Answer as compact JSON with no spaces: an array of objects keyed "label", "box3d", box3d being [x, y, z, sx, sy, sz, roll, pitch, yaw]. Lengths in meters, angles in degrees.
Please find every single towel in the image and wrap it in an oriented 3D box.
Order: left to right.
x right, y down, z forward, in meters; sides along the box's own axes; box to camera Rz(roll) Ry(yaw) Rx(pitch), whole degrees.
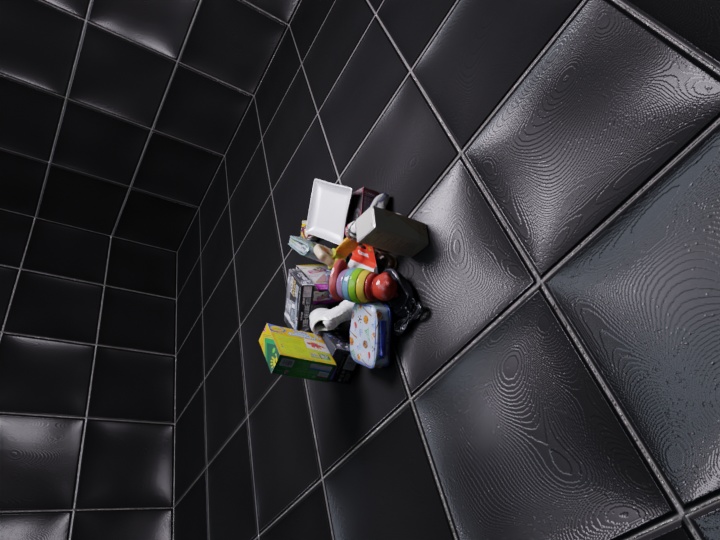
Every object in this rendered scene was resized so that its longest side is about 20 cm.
[{"label":"towel","box3d":[-0.164,-0.072,1.892,0.200,0.170,0.048,34,103,57]}]

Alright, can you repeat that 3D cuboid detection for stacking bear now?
[{"label":"stacking bear","box3d":[0.017,0.044,1.506,0.199,0.122,0.114,4,51,33]}]

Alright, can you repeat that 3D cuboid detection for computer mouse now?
[{"label":"computer mouse","box3d":[0.120,0.081,1.509,0.139,0.052,0.201,-52,49,34]}]

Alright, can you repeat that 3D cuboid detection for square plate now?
[{"label":"square plate","box3d":[-0.109,-0.209,1.799,0.197,0.028,0.202,22,106,40]}]

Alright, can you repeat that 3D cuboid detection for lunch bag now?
[{"label":"lunch bag","box3d":[0.034,0.194,1.529,0.160,0.075,0.202,7,97,58]}]

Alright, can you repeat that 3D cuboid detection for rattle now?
[{"label":"rattle","box3d":[-0.083,-0.085,1.691,0.200,0.129,0.144,-93,23,-74]}]

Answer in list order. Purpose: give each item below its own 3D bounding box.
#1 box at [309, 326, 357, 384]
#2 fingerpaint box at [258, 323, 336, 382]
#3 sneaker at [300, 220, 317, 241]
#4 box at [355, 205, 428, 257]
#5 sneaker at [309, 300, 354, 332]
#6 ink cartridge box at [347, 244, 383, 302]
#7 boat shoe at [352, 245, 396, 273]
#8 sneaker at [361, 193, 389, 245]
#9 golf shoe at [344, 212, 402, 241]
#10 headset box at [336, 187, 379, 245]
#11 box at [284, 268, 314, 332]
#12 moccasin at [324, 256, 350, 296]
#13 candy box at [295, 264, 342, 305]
[{"label":"box","box3d":[-0.101,0.273,1.709,0.200,0.106,0.123,42,111,55]},{"label":"fingerpaint box","box3d":[-0.196,0.256,1.575,0.074,0.199,0.167,-62,34,16]},{"label":"sneaker","box3d":[-0.185,-0.154,2.062,0.200,0.074,0.091,14,97,64]},{"label":"box","box3d":[0.092,-0.110,1.483,0.095,0.199,0.078,-36,49,44]},{"label":"sneaker","box3d":[-0.074,0.158,1.678,0.199,0.075,0.100,-19,28,9]},{"label":"ink cartridge box","box3d":[0.000,0.000,1.637,0.160,0.047,0.201,25,131,58]},{"label":"boat shoe","box3d":[0.039,-0.037,1.659,0.200,0.070,0.071,19,89,56]},{"label":"sneaker","box3d":[0.064,-0.161,1.679,0.085,0.077,0.201,18,71,18]},{"label":"golf shoe","box3d":[0.056,-0.137,1.566,0.092,0.199,0.073,-20,88,67]},{"label":"headset box","box3d":[-0.008,-0.189,1.789,0.148,0.077,0.202,-16,66,54]},{"label":"box","box3d":[-0.216,0.114,1.773,0.158,0.049,0.201,-138,52,-58]},{"label":"moccasin","box3d":[-0.082,0.007,1.751,0.080,0.069,0.201,-8,35,13]},{"label":"candy box","box3d":[-0.143,0.047,1.833,0.200,0.135,0.061,47,133,53]}]
